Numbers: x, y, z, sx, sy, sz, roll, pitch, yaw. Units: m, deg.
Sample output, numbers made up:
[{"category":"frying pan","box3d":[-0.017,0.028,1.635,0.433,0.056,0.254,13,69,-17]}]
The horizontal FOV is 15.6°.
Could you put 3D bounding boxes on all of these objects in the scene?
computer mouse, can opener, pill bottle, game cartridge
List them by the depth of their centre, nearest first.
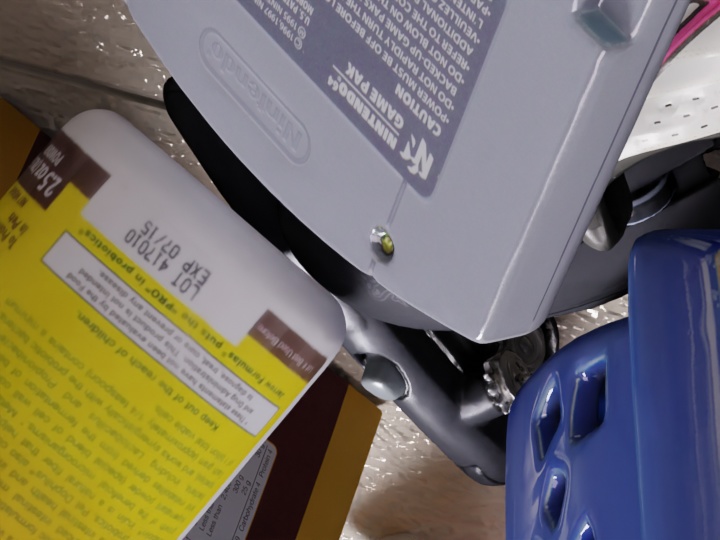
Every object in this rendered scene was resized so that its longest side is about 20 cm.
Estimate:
[{"category":"game cartridge","box3d":[-0.004,-0.082,0.682,0.200,0.041,0.133,48,132,29]},{"category":"computer mouse","box3d":[0.058,-0.041,0.772,0.199,0.046,0.141,-8,127,17]},{"category":"pill bottle","box3d":[-0.104,0.057,0.797,0.109,0.200,0.109,40,179,1]},{"category":"can opener","box3d":[0.000,0.000,0.877,0.078,0.064,0.200,-11,134,36]}]

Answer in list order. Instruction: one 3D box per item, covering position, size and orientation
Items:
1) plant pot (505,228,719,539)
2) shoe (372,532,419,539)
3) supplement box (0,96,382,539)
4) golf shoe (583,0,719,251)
[{"category":"plant pot","box3d":[0.155,0.097,0.766,0.199,0.201,0.180,3,152,-7]},{"category":"shoe","box3d":[0.021,0.168,0.980,0.071,0.200,0.091,-24,99,2]},{"category":"supplement box","box3d":[-0.142,0.071,0.978,0.197,0.133,0.200,-21,128,43]},{"category":"golf shoe","box3d":[0.104,-0.082,0.685,0.092,0.073,0.200,48,127,-8]}]
